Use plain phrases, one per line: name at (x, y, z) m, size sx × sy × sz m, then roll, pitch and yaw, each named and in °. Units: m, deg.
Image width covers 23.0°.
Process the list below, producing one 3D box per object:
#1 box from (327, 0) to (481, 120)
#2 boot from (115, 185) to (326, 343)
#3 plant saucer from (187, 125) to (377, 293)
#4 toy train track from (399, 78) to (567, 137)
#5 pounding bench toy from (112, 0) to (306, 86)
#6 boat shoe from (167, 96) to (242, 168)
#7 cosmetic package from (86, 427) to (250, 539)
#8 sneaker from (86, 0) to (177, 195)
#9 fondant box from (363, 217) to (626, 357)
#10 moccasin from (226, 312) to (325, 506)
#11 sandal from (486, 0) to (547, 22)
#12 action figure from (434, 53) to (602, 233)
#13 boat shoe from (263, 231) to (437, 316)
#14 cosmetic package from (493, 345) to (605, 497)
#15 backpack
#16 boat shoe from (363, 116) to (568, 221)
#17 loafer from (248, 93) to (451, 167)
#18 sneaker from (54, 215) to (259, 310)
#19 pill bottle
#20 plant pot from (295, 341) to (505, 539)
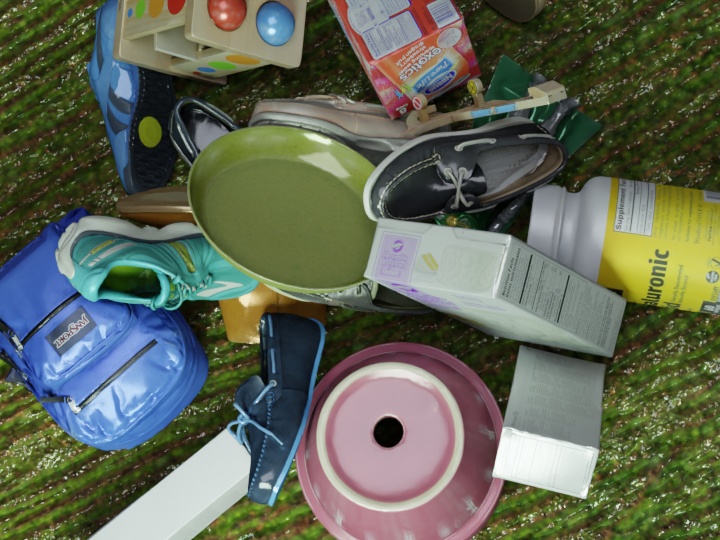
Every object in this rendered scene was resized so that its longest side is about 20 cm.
box at (0.025, -0.257, 1.667) m, size 0.099 × 0.096 × 0.201 m, roll -26°, pitch 58°, yaw 0°
boot at (-0.126, -0.002, 1.639) m, size 0.200 × 0.071 × 0.145 m, roll 1°, pitch 110°, yaw -6°
plant saucer at (-0.059, -0.049, 1.569) m, size 0.199 × 0.031 × 0.201 m, roll 11°, pitch 45°, yaw -11°
toy train track at (0.107, -0.154, 1.581) m, size 0.114 × 0.199 × 0.033 m, roll -22°, pitch 100°, yaw -34°
pounding bench toy at (-0.131, -0.293, 1.660) m, size 0.124 × 0.156 × 0.202 m, roll 11°, pitch 79°, yaw -38°
boat shoe at (-0.107, -0.087, 1.684) m, size 0.075 × 0.062 × 0.200 m, roll -37°, pitch 85°, yaw -8°
cosmetic package at (-0.179, 0.227, 1.624) m, size 0.200 × 0.083 × 0.051 m, roll -39°, pitch 76°, yaw -4°
sneaker at (-0.227, -0.167, 1.726) m, size 0.078 × 0.066 × 0.202 m, roll -6°, pitch 87°, yaw 40°
fondant box at (0.120, 0.015, 1.540) m, size 0.144 × 0.200 × 0.059 m, roll 9°, pitch 78°, yaw 40°
moccasin at (-0.084, 0.123, 1.581) m, size 0.068 × 0.081 × 0.201 m, roll 20°, pitch 43°, yaw -9°
sandal at (0.111, -0.335, 1.729) m, size 0.212 × 0.078 × 0.070 m, roll 45°, pitch 54°, yaw 5°
action figure at (0.130, -0.090, 1.672) m, size 0.118 × 0.055 × 0.201 m, roll 34°, pitch 89°, yaw -2°
boat shoe at (0.000, 0.001, 1.609) m, size 0.200 × 0.066 × 0.072 m, roll 13°, pitch 86°, yaw -31°
cosmetic package at (0.167, 0.130, 1.547) m, size 0.082 × 0.200 × 0.051 m, roll 15°, pitch 109°, yaw 5°
backpack at (-0.251, 0.067, 1.622) m, size 0.162 × 0.168 × 0.200 m, roll -41°, pitch 79°, yaw 4°
boat shoe at (0.096, -0.084, 1.573) m, size 0.199 × 0.060 × 0.074 m, roll -17°, pitch 119°, yaw -29°
loafer at (-0.008, -0.136, 1.680) m, size 0.199 × 0.072 × 0.063 m, roll 12°, pitch 62°, yaw -12°
sneaker at (-0.171, 0.007, 1.547) m, size 0.080 × 0.199 × 0.078 m, roll 52°, pitch 128°, yaw 42°
pill bottle at (0.252, -0.026, 1.616) m, size 0.199 × 0.111 × 0.112 m, roll 9°, pitch 79°, yaw 6°
plant pot at (0.033, 0.157, 1.568) m, size 0.198 × 0.179 × 0.202 m, roll -1°, pitch 79°, yaw 6°
